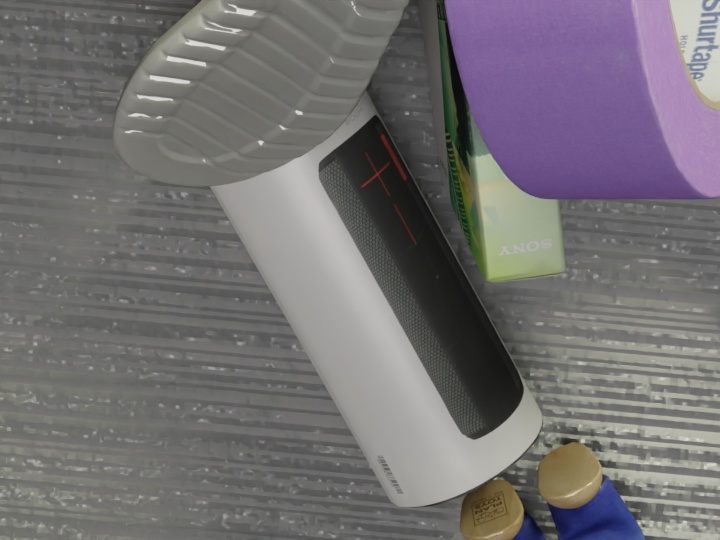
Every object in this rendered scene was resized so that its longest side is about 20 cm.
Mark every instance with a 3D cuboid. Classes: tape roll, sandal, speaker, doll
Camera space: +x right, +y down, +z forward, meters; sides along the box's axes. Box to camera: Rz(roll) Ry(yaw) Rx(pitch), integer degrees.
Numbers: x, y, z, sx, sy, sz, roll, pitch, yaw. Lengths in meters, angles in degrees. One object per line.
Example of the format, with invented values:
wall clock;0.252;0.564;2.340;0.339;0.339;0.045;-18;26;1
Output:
tape roll;0.093;-0.125;0.662;0.066;0.200;0.200;1;112;26
sandal;-0.026;-0.100;0.706;0.082;0.050;0.203;19;139;-25
speaker;0.000;0.000;0.822;0.081;0.081;0.200;-26;106;12
doll;0.111;0.182;0.897;0.136;0.048;0.200;-26;113;2

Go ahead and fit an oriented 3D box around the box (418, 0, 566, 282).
box;0.043;-0.111;0.743;0.036;0.144;0.200;-10;109;-1
